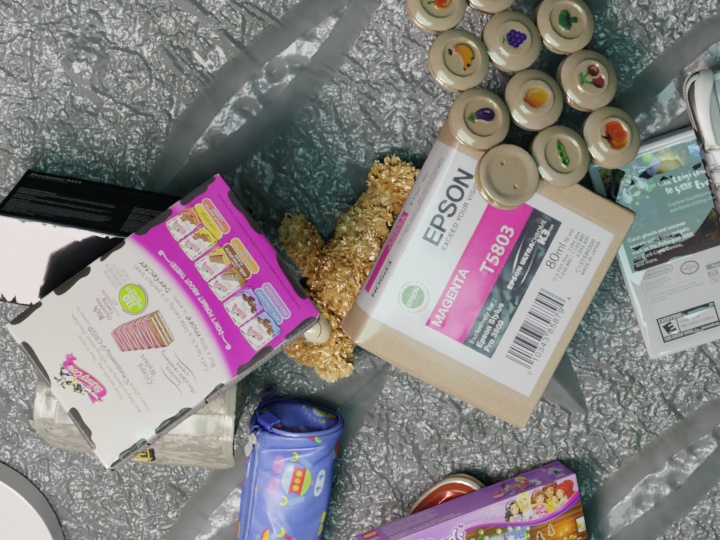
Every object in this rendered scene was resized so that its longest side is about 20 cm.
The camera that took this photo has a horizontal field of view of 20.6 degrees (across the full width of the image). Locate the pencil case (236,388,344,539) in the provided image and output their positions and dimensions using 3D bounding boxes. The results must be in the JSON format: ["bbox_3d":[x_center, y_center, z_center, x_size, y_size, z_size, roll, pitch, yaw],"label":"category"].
[{"bbox_3d":[-0.070,0.208,1.720,0.086,0.078,0.201,1,110,-28],"label":"pencil case"}]

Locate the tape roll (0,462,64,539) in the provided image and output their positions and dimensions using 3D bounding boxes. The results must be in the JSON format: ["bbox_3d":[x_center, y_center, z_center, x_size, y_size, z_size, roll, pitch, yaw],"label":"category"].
[{"bbox_3d":[-0.363,0.261,1.774,0.201,0.037,0.204,1,108,2],"label":"tape roll"}]

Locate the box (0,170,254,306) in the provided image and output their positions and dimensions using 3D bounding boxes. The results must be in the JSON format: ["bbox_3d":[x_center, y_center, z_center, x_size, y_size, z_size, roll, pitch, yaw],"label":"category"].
[{"bbox_3d":[-0.195,-0.014,1.625,0.199,0.141,0.079,10,109,0],"label":"box"}]

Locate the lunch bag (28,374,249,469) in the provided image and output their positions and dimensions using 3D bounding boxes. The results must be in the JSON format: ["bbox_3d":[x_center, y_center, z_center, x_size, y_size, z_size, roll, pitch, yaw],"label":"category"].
[{"bbox_3d":[-0.175,0.096,1.628,0.163,0.200,0.118,7,107,0],"label":"lunch bag"}]

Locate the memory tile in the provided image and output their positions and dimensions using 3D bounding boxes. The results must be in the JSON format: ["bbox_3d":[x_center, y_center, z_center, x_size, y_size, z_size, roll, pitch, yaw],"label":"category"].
[{"bbox_3d":[0.129,-0.158,1.563,0.153,0.017,0.201,-20,85,-20],"label":"memory tile"}]

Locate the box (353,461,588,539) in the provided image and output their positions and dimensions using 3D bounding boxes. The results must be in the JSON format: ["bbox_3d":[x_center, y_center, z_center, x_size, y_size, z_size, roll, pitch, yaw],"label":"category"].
[{"bbox_3d":[0.103,0.262,1.710,0.199,0.039,0.138,-19,109,-15],"label":"box"}]

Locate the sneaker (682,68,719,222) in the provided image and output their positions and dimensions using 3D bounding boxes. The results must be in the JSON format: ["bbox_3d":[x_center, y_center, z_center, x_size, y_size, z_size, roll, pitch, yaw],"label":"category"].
[{"bbox_3d":[0.339,-0.077,1.591,0.115,0.075,0.201,-18,105,6],"label":"sneaker"}]

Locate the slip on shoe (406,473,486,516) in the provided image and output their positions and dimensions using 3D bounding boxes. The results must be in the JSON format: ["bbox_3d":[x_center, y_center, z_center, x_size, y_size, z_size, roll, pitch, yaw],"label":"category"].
[{"bbox_3d":[0.052,0.267,1.743,0.074,0.061,0.200,32,105,-5],"label":"slip on shoe"}]

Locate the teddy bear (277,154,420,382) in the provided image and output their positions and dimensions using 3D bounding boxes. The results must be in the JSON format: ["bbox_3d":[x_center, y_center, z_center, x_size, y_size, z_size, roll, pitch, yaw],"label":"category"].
[{"bbox_3d":[0.000,0.000,1.658,0.199,0.067,0.145,-32,101,11],"label":"teddy bear"}]

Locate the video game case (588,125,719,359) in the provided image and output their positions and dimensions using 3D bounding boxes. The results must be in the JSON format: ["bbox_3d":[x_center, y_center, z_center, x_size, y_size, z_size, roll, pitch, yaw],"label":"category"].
[{"bbox_3d":[0.310,-0.038,1.654,0.199,0.023,0.183,-18,106,9],"label":"video game case"}]

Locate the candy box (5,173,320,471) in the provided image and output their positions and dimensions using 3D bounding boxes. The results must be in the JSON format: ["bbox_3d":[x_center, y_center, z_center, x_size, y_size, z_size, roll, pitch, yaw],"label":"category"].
[{"bbox_3d":[-0.148,0.040,1.509,0.200,0.061,0.137,-35,84,-7],"label":"candy box"}]

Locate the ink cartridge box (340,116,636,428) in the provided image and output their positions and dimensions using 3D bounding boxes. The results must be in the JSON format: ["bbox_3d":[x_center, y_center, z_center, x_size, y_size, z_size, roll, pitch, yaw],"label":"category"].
[{"bbox_3d":[0.102,0.001,1.602,0.164,0.075,0.201,26,94,-11],"label":"ink cartridge box"}]
